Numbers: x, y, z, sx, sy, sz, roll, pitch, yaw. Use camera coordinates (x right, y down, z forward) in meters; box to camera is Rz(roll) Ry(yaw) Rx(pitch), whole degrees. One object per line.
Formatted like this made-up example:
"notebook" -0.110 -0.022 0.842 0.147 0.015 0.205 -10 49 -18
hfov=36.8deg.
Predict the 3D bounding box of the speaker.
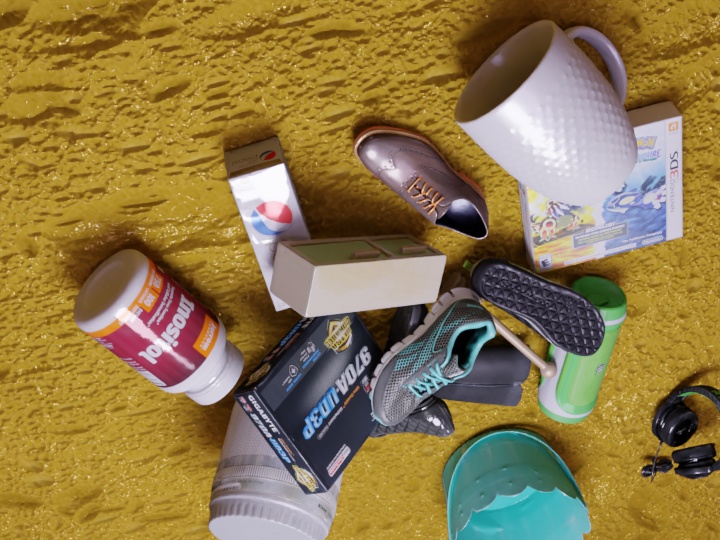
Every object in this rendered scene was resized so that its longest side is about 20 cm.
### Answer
"speaker" 0.297 0.109 1.461 0.088 0.089 0.200 0 126 -12

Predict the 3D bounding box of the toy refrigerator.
"toy refrigerator" 0.000 0.000 1.269 0.200 0.076 0.070 -4 115 -39

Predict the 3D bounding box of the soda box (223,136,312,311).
"soda box" -0.098 -0.052 1.270 0.068 0.064 0.200 -17 127 0

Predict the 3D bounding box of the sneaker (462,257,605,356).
"sneaker" 0.222 0.036 1.378 0.200 0.083 0.072 33 92 -9

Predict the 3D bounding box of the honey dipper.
"honey dipper" 0.187 0.076 1.413 0.200 0.038 0.038 39 111 -18

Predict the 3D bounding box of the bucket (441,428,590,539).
"bucket" 0.218 0.338 1.580 0.206 0.135 0.208 -6 127 -9

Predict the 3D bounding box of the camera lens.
"camera lens" -0.101 0.248 1.389 0.159 0.200 0.160 9 147 6

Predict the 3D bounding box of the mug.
"mug" 0.227 -0.180 1.194 0.175 0.148 0.200 41 68 -20

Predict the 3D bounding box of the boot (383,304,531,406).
"boot" 0.136 0.110 1.436 0.199 0.066 0.165 7 133 -13

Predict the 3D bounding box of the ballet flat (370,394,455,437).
"ballet flat" 0.055 0.206 1.438 0.066 0.200 0.057 -32 92 -28

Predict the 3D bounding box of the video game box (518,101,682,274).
"video game box" 0.296 -0.099 1.332 0.199 0.047 0.183 -15 125 -1

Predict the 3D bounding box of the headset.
"headset" 0.485 0.251 1.596 0.094 0.124 0.200 -1 144 -35

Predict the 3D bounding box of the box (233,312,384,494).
"box" -0.046 0.147 1.326 0.046 0.200 0.159 -18 112 44

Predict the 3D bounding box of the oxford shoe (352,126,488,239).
"oxford shoe" 0.078 -0.102 1.264 0.200 0.073 0.071 27 117 -27

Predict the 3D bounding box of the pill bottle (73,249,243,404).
"pill bottle" -0.236 0.074 1.302 0.113 0.113 0.200 -36 126 15

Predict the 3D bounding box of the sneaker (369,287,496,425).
"sneaker" 0.089 0.113 1.325 0.078 0.091 0.200 37 91 -30
